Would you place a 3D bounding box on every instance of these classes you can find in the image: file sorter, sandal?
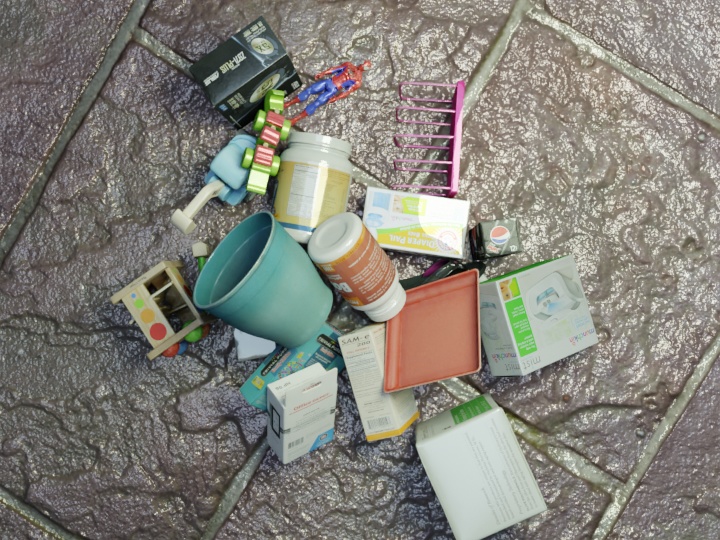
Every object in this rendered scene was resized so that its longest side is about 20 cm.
[{"bbox_3d":[0.125,-0.244,1.396,0.124,0.139,0.202,4,90,3],"label":"file sorter"},{"bbox_3d":[0.139,0.014,1.399,0.199,0.076,0.048,-16,118,23],"label":"sandal"}]

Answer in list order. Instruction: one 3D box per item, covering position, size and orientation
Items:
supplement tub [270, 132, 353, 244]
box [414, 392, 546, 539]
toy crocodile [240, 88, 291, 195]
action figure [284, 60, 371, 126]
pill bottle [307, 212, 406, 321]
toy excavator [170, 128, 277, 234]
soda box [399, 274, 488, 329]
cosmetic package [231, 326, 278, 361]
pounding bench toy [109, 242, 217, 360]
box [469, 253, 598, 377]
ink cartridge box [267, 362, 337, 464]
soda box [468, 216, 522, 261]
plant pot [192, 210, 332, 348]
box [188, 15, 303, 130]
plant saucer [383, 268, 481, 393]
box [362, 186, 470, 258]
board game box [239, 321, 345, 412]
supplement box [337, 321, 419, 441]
[{"bbox_3d":[-0.092,-0.149,1.403,0.143,0.145,0.202,10,90,2],"label":"supplement tub"},{"bbox_3d":[0.213,0.359,1.363,0.170,0.199,0.202,-25,87,3],"label":"box"},{"bbox_3d":[-0.172,-0.236,1.355,0.067,0.062,0.202,19,73,-17],"label":"toy crocodile"},{"bbox_3d":[-0.065,-0.357,1.451,0.199,0.052,0.066,-31,85,0],"label":"action figure"},{"bbox_3d":[0.000,0.000,1.339,0.112,0.112,0.200,-37,125,2],"label":"pill bottle"},{"bbox_3d":[-0.262,-0.166,1.385,0.100,0.200,0.195,40,106,2],"label":"toy excavator"},{"bbox_3d":[0.167,0.078,1.432,0.199,0.063,0.068,-38,90,2],"label":"soda box"},{"bbox_3d":[-0.206,0.068,1.428,0.089,0.107,0.202,-13,91,3],"label":"cosmetic package"},{"bbox_3d":[-0.341,0.060,1.424,0.199,0.124,0.157,-35,89,2],"label":"pounding bench toy"},{"bbox_3d":[0.319,0.084,1.371,0.198,0.096,0.178,-16,89,-29],"label":"box"},{"bbox_3d":[-0.109,0.251,1.369,0.115,0.201,0.068,-21,45,-30],"label":"ink cartridge box"},{"bbox_3d":[0.244,-0.055,1.360,0.070,0.200,0.064,-8,88,2],"label":"soda box"},{"bbox_3d":[-0.157,0.034,1.291,0.200,0.200,0.188,-47,119,2],"label":"plant pot"},{"bbox_3d":[-0.207,-0.361,1.379,0.163,0.200,0.087,-35,87,1],"label":"box"},{"bbox_3d":[0.134,0.115,1.321,0.198,0.037,0.202,-19,50,33],"label":"plant saucer"},{"bbox_3d":[0.104,-0.088,1.415,0.198,0.101,0.114,8,90,3],"label":"box"},{"bbox_3d":[-0.112,0.186,1.404,0.200,0.151,0.047,-49,52,1],"label":"board game box"},{"bbox_3d":[0.036,0.204,1.401,0.073,0.126,0.202,-16,89,22],"label":"supplement box"}]
